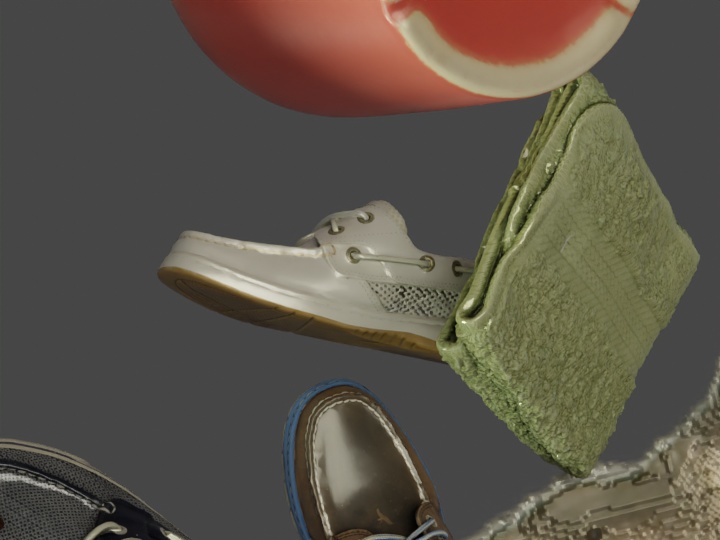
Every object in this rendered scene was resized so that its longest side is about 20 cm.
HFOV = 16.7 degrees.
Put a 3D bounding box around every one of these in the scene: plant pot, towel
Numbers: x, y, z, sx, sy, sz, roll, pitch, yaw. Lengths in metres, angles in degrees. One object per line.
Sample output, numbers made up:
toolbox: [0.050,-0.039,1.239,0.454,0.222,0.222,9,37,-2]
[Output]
plant pot: [0.027,-0.157,1.110,0.200,0.177,0.201,-6,103,-26]
towel: [0.102,0.010,1.150,0.036,0.200,0.149,20,74,27]

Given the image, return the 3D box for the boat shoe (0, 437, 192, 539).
boat shoe: [-0.105,0.140,1.126,0.200,0.093,0.075,31,80,-12]

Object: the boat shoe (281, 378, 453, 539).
boat shoe: [0.024,0.146,1.170,0.072,0.072,0.201,-23,93,-16]

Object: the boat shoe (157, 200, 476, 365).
boat shoe: [0.000,0.000,1.178,0.199,0.071,0.070,13,83,-23]

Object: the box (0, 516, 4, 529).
box: [-0.276,0.080,1.027,0.166,0.164,0.200,-42,85,-12]
